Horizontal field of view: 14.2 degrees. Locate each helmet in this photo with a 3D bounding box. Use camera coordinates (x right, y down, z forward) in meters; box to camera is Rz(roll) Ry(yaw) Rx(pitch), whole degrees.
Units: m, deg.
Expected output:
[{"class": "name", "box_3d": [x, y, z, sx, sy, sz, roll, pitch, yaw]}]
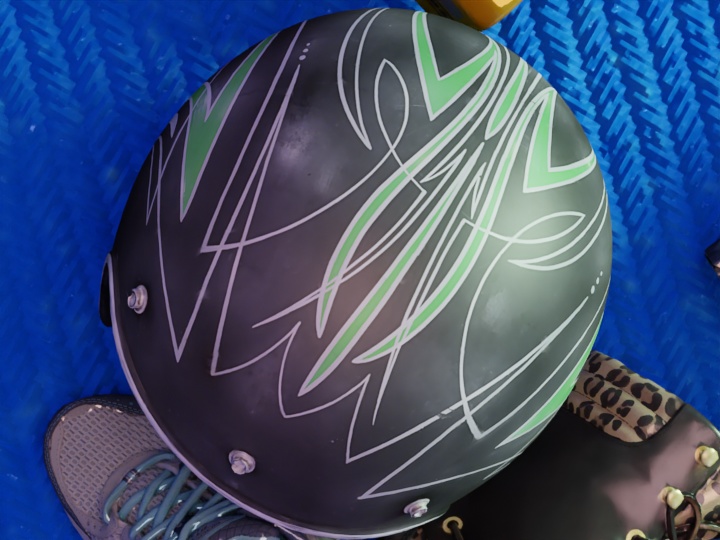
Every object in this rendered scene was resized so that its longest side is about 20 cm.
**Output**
[{"class": "helmet", "box_3d": [0.000, 0.000, 1.076, 0.199, 0.191, 0.201, 1, 86, -9]}]

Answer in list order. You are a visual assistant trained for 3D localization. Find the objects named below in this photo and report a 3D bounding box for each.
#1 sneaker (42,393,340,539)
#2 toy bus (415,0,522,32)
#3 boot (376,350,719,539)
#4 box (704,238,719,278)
[{"class": "sneaker", "box_3d": [-0.048, 0.102, 1.094, 0.200, 0.086, 0.078, 35, 84, 25]}, {"class": "toy bus", "box_3d": [-0.001, -0.186, 1.134, 0.065, 0.078, 0.200, -42, 97, -7]}, {"class": "boot", "box_3d": [0.102, 0.132, 1.126, 0.151, 0.073, 0.200, -44, 54, -11]}, {"class": "box", "box_3d": [0.263, 0.023, 1.185, 0.161, 0.049, 0.200, -37, 97, 8]}]
